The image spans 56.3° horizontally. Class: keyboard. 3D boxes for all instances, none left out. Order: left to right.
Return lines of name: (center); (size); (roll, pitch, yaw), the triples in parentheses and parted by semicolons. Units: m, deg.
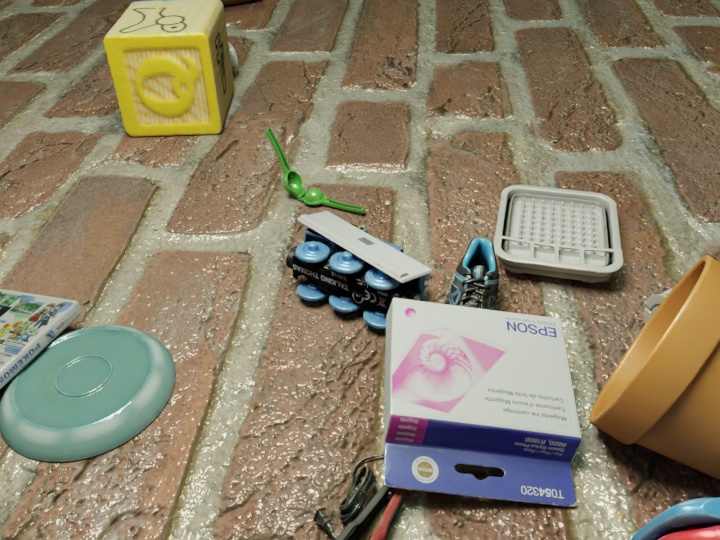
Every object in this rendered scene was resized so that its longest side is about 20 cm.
keyboard: (0.001, -0.034, 0.850); (0.056, 0.011, 0.199); (-10, 32, -44)

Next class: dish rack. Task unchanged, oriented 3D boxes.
dish rack: (0.279, -0.050, 0.960); (0.169, 0.044, 0.201); (7, 39, 12)

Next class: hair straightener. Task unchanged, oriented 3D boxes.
hair straightener: (-0.006, 0.225, 0.623); (0.076, 0.041, 0.200); (16, 41, 21)

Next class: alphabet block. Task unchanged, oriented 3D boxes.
alphabet block: (-0.358, -0.394, 1.300); (0.192, 0.198, 0.201); (-2, 38, 2)

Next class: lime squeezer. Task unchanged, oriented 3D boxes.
lime squeezer: (-0.081, -0.139, 1.075); (0.199, 0.071, 0.038); (40, 29, 3)

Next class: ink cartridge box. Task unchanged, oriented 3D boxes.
ink cartridge box: (0.122, 0.127, 0.688); (0.193, 0.044, 0.202); (7, 49, -5)

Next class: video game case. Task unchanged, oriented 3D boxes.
video game case: (-0.470, 0.088, 0.812); (0.197, 0.022, 0.183); (6, 38, 24)

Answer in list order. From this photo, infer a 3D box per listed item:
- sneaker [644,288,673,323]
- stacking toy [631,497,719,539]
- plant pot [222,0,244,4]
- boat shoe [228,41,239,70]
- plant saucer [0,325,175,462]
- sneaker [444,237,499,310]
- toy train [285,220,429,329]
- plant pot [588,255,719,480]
sneaker: (0.426, 0.081, 0.768); (0.080, 0.077, 0.200); (-12, 40, -27)
stacking toy: (0.285, 0.286, 0.505); (0.114, 0.110, 0.202); (9, 53, -1)
plant pot: (-0.398, -0.821, 1.878); (0.198, 0.188, 0.187); (-26, 42, -9)
boat shoe: (-0.349, -0.483, 1.517); (0.200, 0.075, 0.065); (25, 51, 35)
plant saucer: (-0.315, 0.128, 0.773); (0.197, 0.028, 0.201); (-1, 37, 1)
sneaker: (0.130, 0.041, 0.818); (0.072, 0.083, 0.201); (8, 41, 7)
toy train: (0.000, 0.000, 0.877); (0.198, 0.088, 0.114); (20, 37, 25)
plant pot: (0.338, 0.107, 0.652); (0.139, 0.201, 0.200); (35, 49, 17)
